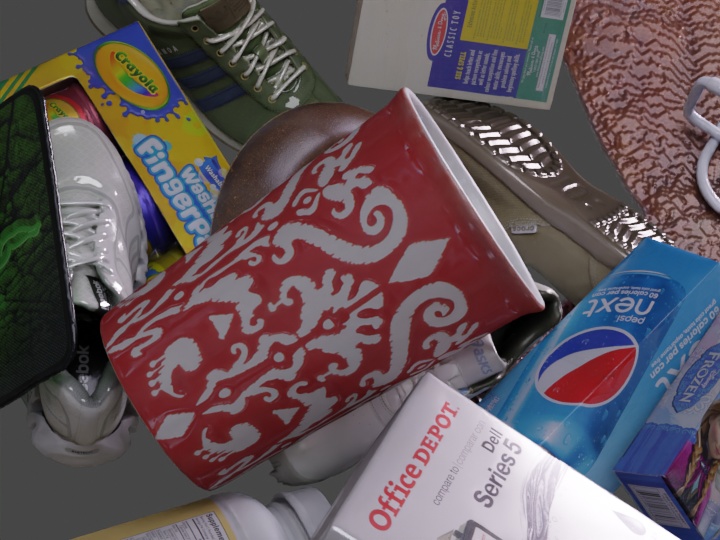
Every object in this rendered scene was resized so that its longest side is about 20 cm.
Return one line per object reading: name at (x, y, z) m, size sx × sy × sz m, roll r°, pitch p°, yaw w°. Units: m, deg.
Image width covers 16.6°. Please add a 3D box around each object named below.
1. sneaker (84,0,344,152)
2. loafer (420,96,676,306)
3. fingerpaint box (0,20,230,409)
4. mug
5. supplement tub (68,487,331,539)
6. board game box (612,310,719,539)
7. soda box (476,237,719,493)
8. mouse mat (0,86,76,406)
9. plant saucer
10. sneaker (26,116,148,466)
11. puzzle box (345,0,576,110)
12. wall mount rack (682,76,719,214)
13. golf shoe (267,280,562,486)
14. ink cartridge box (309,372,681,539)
sneaker at (-0.084, -0.139, 1.510) m, size 0.200 × 0.090 × 0.067 m, roll 36°, pitch 63°, yaw 8°
loafer at (0.102, -0.035, 1.503) m, size 0.200 × 0.069 × 0.075 m, roll 40°, pitch 29°, yaw 26°
fingerpaint box at (-0.155, -0.023, 1.451) m, size 0.166 × 0.073 × 0.201 m, roll -26°, pitch 72°, yaw -20°
mug at (-0.019, 0.019, 1.294) m, size 0.199 × 0.177 × 0.134 m, roll -33°, pitch 78°, yaw 6°
supplement tub at (-0.102, 0.202, 1.312) m, size 0.199 × 0.146 × 0.146 m, roll -15°, pitch 68°, yaw -16°
board game box at (0.252, 0.107, 1.410) m, size 0.199 × 0.043 × 0.200 m, roll -53°, pitch 124°, yaw -27°
soda box at (0.128, 0.075, 1.389) m, size 0.200 × 0.068 × 0.064 m, roll -43°, pitch 36°, yaw -20°
mouse mat at (-0.222, 0.008, 1.358) m, size 0.007 × 0.200 × 0.162 m, roll 7°, pitch 64°, yaw -41°
plant saucer at (0.000, 0.000, 1.431) m, size 0.199 × 0.032 × 0.202 m, roll 6°, pitch 80°, yaw -40°
sneaker at (-0.151, 0.002, 1.356) m, size 0.075 × 0.081 × 0.201 m, roll -4°, pitch 68°, yaw -8°
puzzle box at (0.070, -0.198, 1.496) m, size 0.132 × 0.201 × 0.025 m, roll 7°, pitch 28°, yaw -10°
wall mount rack at (0.308, -0.105, 1.569) m, size 0.173 × 0.075 × 0.200 m, roll 33°, pitch 64°, yaw 7°
golf shoe at (0.029, 0.051, 1.365) m, size 0.200 × 0.097 × 0.079 m, roll -36°, pitch 108°, yaw -37°
ink cartridge box at (0.074, 0.166, 1.247) m, size 0.199 × 0.084 × 0.146 m, roll 33°, pitch 37°, yaw 1°
